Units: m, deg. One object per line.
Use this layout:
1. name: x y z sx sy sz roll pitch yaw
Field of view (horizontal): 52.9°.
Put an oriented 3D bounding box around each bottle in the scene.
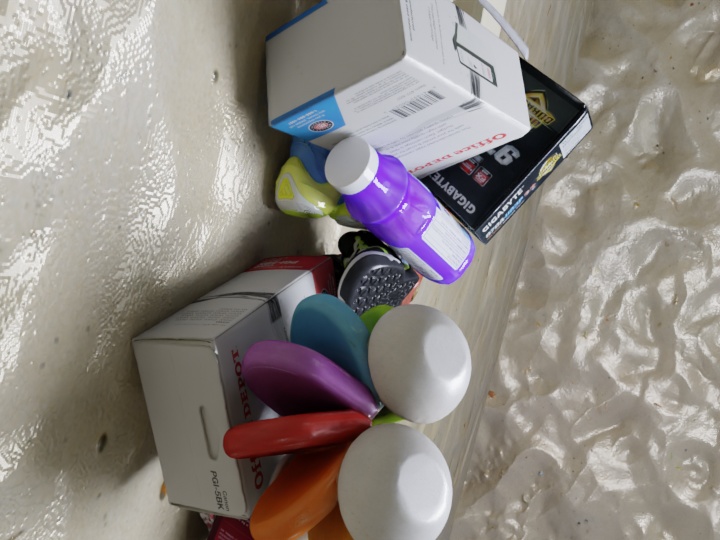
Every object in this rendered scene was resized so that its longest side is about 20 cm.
1. bottle: 0.038 -0.054 0.677 0.066 0.083 0.199 -52 141 1

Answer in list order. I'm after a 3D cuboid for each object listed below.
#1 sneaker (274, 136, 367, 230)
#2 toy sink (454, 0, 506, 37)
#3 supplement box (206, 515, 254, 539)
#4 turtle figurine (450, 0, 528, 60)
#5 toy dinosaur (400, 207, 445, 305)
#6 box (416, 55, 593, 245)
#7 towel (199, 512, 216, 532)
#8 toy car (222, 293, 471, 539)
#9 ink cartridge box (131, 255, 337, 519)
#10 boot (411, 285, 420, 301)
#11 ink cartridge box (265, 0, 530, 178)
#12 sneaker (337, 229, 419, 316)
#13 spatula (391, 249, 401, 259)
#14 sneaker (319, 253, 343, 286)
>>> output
1. sneaker: -0.006 -0.098 0.738 0.199 0.074 0.108 6 92 -59
2. toy sink: 0.103 -0.285 0.881 0.130 0.109 0.205 22 80 -72
3. supplement box: -0.088 0.268 0.685 0.061 0.107 0.204 13 100 -67
4. turtle figurine: 0.045 -0.295 0.669 0.146 0.195 0.197 -105 -174 -49
5. toy dinosaur: 0.060 -0.014 0.934 0.106 0.196 0.184 57 18 -46
6. box: 0.113 -0.152 0.746 0.159 0.200 0.046 -46 150 6
7. towel: -0.124 0.191 0.742 0.202 0.029 0.148 84 26 -49
8. toy car: -0.023 0.106 0.521 0.174 0.148 0.204 -32 -143 53
9. ink cartridge box: -0.090 0.087 0.621 0.200 0.081 0.151 -37 123 -60
10. boot: 0.103 -0.042 1.156 0.176 0.065 0.204 52 54 -53
11. ink cartridge box: 0.036 -0.158 0.625 0.198 0.144 0.087 10 69 -50
12. sneaker: 0.000 0.000 0.722 0.072 0.083 0.200 -47 168 5
13. spatula: 0.034 0.060 0.858 0.020 0.055 0.205 -35 135 -50
14. sneaker: -0.048 0.072 0.795 0.098 0.069 0.205 38 67 -70
